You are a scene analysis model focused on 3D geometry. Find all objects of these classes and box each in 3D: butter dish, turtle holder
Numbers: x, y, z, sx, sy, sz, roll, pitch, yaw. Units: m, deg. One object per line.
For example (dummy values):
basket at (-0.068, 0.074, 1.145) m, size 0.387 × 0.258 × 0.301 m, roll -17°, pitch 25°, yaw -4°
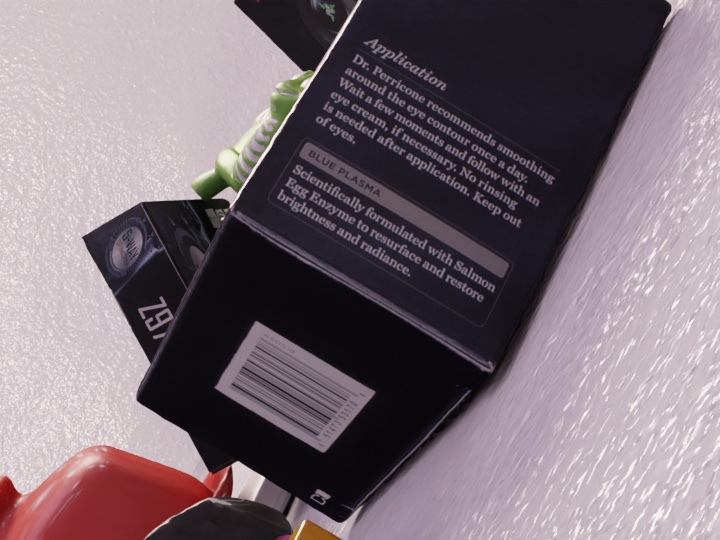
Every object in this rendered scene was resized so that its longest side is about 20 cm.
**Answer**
butter dish at (-0.179, 0.181, 1.063) m, size 0.200 × 0.148 × 0.199 m, roll -60°, pitch 4°, yaw -8°
turtle holder at (-0.024, -0.061, 1.072) m, size 0.132 × 0.186 × 0.141 m, roll -44°, pitch 35°, yaw -2°

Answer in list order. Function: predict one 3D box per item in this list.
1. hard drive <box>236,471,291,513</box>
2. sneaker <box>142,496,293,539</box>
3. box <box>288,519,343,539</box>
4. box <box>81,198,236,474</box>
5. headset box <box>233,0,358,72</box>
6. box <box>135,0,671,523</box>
hard drive at (-0.096, 0.210, 1.073) m, size 0.132 × 0.027 × 0.200 m, roll -57°, pitch 5°, yaw 41°
sneaker at (-0.104, 0.200, 0.877) m, size 0.200 × 0.080 × 0.086 m, roll -54°, pitch -7°, yaw 5°
box at (-0.054, 0.188, 0.543) m, size 0.119 × 0.041 × 0.200 m, roll -57°, pitch 7°, yaw 38°
box at (-0.089, 0.034, 1.066) m, size 0.043 × 0.160 × 0.200 m, roll -29°, pitch -3°, yaw 10°
headset box at (0.032, -0.174, 1.120) m, size 0.093 × 0.200 × 0.174 m, roll -43°, pitch -4°, yaw -27°
box at (0.013, -0.026, 0.727) m, size 0.200 × 0.117 × 0.197 m, roll -60°, pitch 3°, yaw -31°
